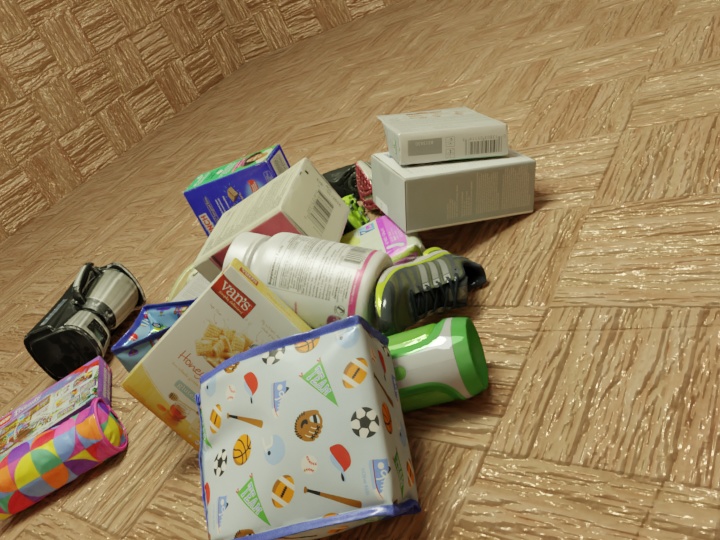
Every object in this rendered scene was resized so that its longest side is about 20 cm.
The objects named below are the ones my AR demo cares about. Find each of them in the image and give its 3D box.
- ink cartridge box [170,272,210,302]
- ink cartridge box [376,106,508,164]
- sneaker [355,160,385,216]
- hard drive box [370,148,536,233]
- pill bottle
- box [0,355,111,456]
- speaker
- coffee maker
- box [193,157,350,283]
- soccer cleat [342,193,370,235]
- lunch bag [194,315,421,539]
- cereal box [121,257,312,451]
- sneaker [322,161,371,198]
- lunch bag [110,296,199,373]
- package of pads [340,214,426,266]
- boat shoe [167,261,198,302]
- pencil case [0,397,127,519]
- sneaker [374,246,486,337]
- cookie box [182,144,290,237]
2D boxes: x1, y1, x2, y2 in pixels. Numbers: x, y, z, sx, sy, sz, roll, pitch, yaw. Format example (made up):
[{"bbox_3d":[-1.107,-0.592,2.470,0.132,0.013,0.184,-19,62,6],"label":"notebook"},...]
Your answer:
[{"bbox_3d":[-0.219,0.050,0.988,0.117,0.042,0.201,26,51,9],"label":"ink cartridge box"},{"bbox_3d":[0.114,-0.206,0.940,0.157,0.051,0.200,-7,20,-6],"label":"ink cartridge box"},{"bbox_3d":[0.047,-0.142,1.092,0.073,0.082,0.200,-20,33,-17],"label":"sneaker"},{"bbox_3d":[0.130,-0.129,0.911,0.195,0.079,0.156,-9,25,-13],"label":"hard drive box"},{"bbox_3d":[-0.065,0.017,0.779,0.196,0.115,0.114,12,42,19],"label":"pill bottle"},{"bbox_3d":[-0.495,0.235,1.002,0.198,0.040,0.137,-33,29,-7],"label":"box"},{"bbox_3d":[0.032,0.112,0.668,0.196,0.090,0.089,-18,29,20],"label":"speaker"},{"bbox_3d":[-0.523,0.106,1.174,0.192,0.134,0.202,-41,19,29],"label":"coffee maker"},{"bbox_3d":[-0.129,-0.049,0.921,0.198,0.109,0.129,-26,30,35],"label":"box"},{"bbox_3d":[-0.028,-0.080,1.050,0.081,0.068,0.200,-39,10,7],"label":"soccer cleat"},{"bbox_3d":[-0.059,0.157,0.580,0.196,0.124,0.174,-18,65,13],"label":"lunch bag"},{"bbox_3d":[-0.160,0.106,0.729,0.200,0.144,0.040,-45,12,11],"label":"cereal box"},{"bbox_3d":[-0.056,-0.161,1.223,0.195,0.078,0.091,-14,16,1],"label":"sneaker"},{"bbox_3d":[-0.187,0.110,0.802,0.196,0.152,0.095,-14,30,24],"label":"lunch bag"},{"bbox_3d":[0.000,0.000,0.902,0.197,0.069,0.155,-26,27,7],"label":"package of pads"},{"bbox_3d":[-0.256,0.011,1.112,0.200,0.074,0.063,-44,34,-20],"label":"boat shoe"},{"bbox_3d":[-0.422,0.255,0.857,0.197,0.090,0.089,-27,28,-1],"label":"pencil case"},{"bbox_3d":[0.084,0.022,0.748,0.080,0.076,0.199,5,26,35],"label":"sneaker"},{"bbox_3d":[-0.206,-0.118,1.176,0.196,0.174,0.076,-14,27,24],"label":"cookie box"}]
